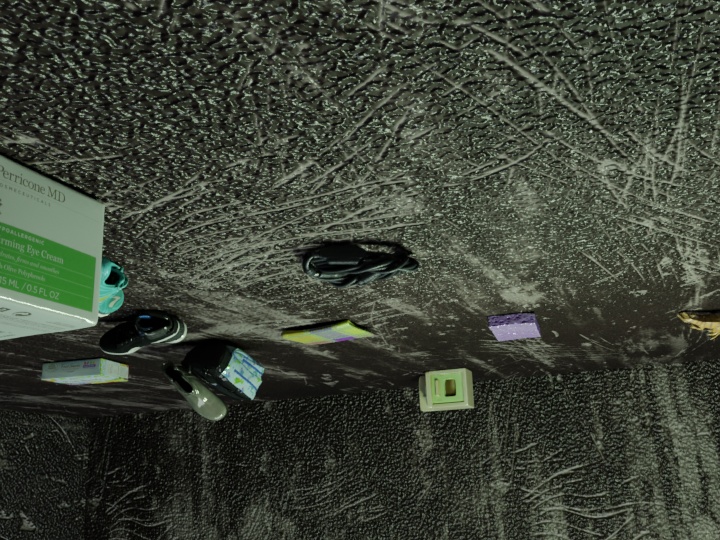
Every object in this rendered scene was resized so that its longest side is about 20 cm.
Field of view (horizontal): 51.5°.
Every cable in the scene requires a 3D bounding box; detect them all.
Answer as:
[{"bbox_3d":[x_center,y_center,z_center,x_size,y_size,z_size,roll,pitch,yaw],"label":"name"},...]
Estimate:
[{"bbox_3d":[0.000,0.000,1.270,0.198,0.051,0.163,-2,164,-4],"label":"cable"}]

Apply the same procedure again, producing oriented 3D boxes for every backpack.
[{"bbox_3d":[-0.347,0.270,1.984,0.162,0.154,0.201,-4,131,40],"label":"backpack"}]

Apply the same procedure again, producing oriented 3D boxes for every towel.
[{"bbox_3d":[-0.084,0.155,1.849,0.199,0.023,0.143,-12,161,27],"label":"towel"}]

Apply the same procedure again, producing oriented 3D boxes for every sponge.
[{"bbox_3d":[0.384,0.141,1.851,0.111,0.030,0.200,-7,163,16],"label":"sponge"}]

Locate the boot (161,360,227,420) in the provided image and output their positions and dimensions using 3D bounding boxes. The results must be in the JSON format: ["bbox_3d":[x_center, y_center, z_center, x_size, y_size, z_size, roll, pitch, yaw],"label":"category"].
[{"bbox_3d":[-0.431,0.314,1.914,0.200,0.068,0.131,41,169,2],"label":"boot"}]

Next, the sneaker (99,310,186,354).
[{"bbox_3d":[-0.490,0.127,1.624,0.198,0.074,0.112,-12,160,4],"label":"sneaker"}]

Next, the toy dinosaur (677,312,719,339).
[{"bbox_3d":[0.874,0.127,1.815,0.198,0.061,0.106,-4,162,7],"label":"toy dinosaur"}]

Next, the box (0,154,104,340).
[{"bbox_3d":[-0.457,-0.019,0.919,0.198,0.173,0.199,-9,163,21],"label":"box"}]

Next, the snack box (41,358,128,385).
[{"bbox_3d":[-0.804,0.298,2.185,0.198,0.053,0.142,-7,162,15],"label":"snack box"}]

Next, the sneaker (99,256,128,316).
[{"bbox_3d":[-0.434,0.027,1.269,0.079,0.078,0.200,-10,164,-5],"label":"sneaker"}]

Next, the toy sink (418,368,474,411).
[{"bbox_3d":[0.289,0.422,2.632,0.198,0.131,0.112,-7,163,21],"label":"toy sink"}]
